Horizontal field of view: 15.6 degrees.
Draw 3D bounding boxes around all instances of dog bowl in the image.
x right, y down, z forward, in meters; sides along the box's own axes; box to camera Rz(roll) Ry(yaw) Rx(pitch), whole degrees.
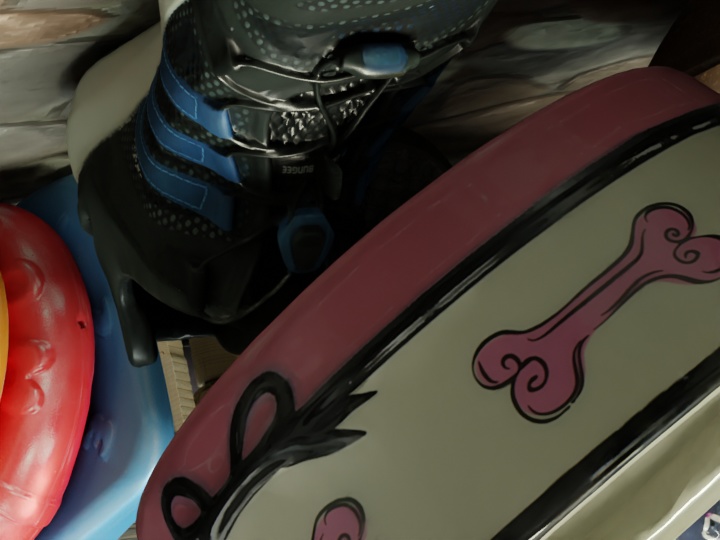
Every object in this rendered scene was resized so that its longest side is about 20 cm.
[{"bbox_3d":[0.034,0.035,0.598,0.200,0.074,0.200,-38,166,-12],"label":"dog bowl"}]

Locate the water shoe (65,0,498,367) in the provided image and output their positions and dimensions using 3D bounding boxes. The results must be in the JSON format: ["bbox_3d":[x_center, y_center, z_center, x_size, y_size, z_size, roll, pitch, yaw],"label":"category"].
[{"bbox_3d":[-0.011,-0.028,0.573,0.071,0.079,0.200,-8,170,-19],"label":"water shoe"}]

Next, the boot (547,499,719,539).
[{"bbox_3d":[0.060,0.077,0.726,0.200,0.090,0.073,29,141,4],"label":"boot"}]

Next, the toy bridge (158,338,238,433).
[{"bbox_3d":[-0.073,0.033,0.901,0.027,0.067,0.200,-13,171,14],"label":"toy bridge"}]

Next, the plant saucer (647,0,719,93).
[{"bbox_3d":[0.160,-0.070,0.655,0.200,0.037,0.200,-10,170,-2],"label":"plant saucer"}]

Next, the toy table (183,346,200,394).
[{"bbox_3d":[-0.020,0.113,1.063,0.200,0.117,0.184,15,-154,17],"label":"toy table"}]

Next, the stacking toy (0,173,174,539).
[{"bbox_3d":[-0.157,0.021,0.683,0.200,0.110,0.116,14,136,-42],"label":"stacking toy"}]

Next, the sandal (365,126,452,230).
[{"bbox_3d":[0.000,0.000,0.821,0.075,0.045,0.200,-23,157,0],"label":"sandal"}]
